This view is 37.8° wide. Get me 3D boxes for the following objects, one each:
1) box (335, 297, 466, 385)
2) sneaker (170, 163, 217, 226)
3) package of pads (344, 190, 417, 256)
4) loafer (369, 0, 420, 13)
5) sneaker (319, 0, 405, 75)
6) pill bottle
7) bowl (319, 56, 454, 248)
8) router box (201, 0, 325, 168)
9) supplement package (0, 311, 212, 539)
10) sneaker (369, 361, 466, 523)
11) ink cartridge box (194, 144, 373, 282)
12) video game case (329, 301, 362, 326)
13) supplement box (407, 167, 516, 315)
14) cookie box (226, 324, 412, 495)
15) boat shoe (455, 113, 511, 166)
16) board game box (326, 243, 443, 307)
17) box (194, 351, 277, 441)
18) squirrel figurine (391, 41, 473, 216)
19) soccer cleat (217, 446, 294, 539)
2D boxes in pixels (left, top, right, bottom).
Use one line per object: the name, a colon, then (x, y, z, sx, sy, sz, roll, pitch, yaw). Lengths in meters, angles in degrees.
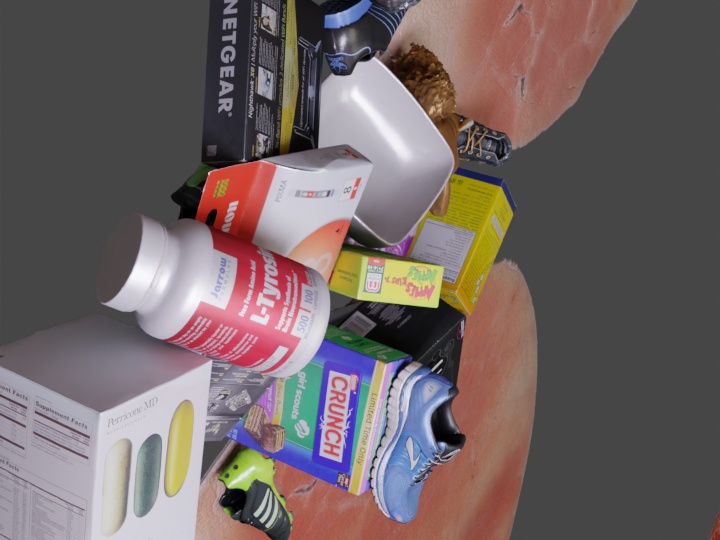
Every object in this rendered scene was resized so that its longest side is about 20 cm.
box: (0.049, 0.132, 1.456, 0.148, 0.124, 0.201, -40, 151, -28)
sneaker: (-0.162, -0.019, 1.116, 0.084, 0.077, 0.201, -34, 132, -31)
package of pads: (-0.003, -0.039, 1.404, 0.121, 0.075, 0.200, -67, 154, -2)
loafer: (0.022, -0.363, 1.164, 0.072, 0.072, 0.201, 67, 6, -51)
sneaker: (0.013, -0.298, 1.244, 0.200, 0.070, 0.078, -43, 132, -44)
pill bottle: (-0.135, 0.020, 0.967, 0.199, 0.112, 0.113, 23, 86, -34)
bowl: (0.000, -0.139, 1.272, 0.200, 0.074, 0.200, 49, 51, -16)
router box: (-0.096, -0.194, 1.080, 0.157, 0.052, 0.202, 15, 77, -65)
supplement package: (-0.246, 0.169, 0.959, 0.152, 0.150, 0.201, -24, 127, -57)
sneaker: (0.071, 0.212, 1.234, 0.078, 0.089, 0.201, -23, 128, -55)
ink cartridge box: (-0.086, -0.039, 1.060, 0.199, 0.050, 0.163, -21, 142, -49)
video game case: (-0.040, 0.143, 1.511, 0.200, 0.023, 0.183, -18, 122, -61)
supplement box: (0.155, -0.049, 1.677, 0.201, 0.108, 0.110, -65, 154, -13)
cookie box: (-0.053, 0.154, 1.282, 0.075, 0.199, 0.172, -13, 117, -61)
boat shoe: (0.166, -0.204, 1.617, 0.200, 0.090, 0.071, -4, 110, -63)
board game box: (0.000, 0.000, 1.207, 0.101, 0.200, 0.048, 7, 94, -27)
box: (-0.166, 0.116, 1.133, 0.158, 0.048, 0.200, -47, 157, 12)
squirrel figurine: (0.093, -0.201, 1.428, 0.187, 0.141, 0.201, -43, 145, -56)
soccer cleat: (-0.140, 0.305, 1.380, 0.081, 0.067, 0.201, -37, 140, -24)
